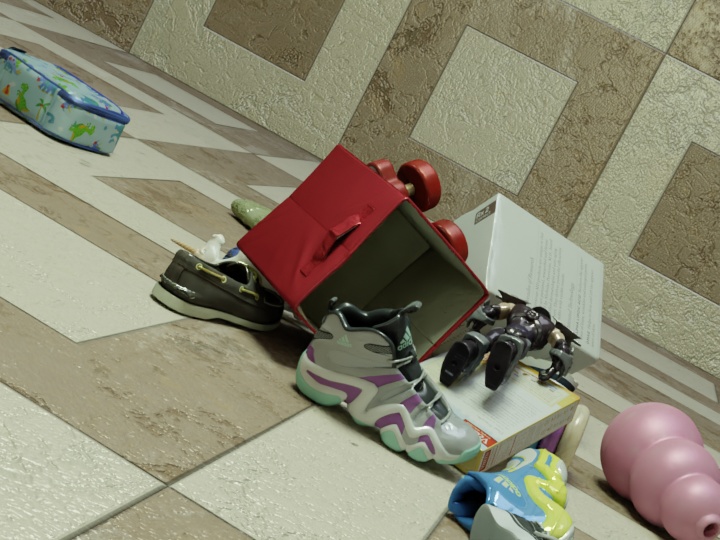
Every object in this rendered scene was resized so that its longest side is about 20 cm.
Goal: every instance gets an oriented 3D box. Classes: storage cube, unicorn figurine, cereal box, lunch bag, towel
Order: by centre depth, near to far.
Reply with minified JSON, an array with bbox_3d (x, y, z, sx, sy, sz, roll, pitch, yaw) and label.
[{"bbox_3d":[0.126,0.142,1.433,0.144,0.040,0.200,32,30,30],"label":"cereal box"},{"bbox_3d":[0.000,0.000,1.479,0.200,0.171,0.180,47,-2,-36],"label":"storage cube"},{"bbox_3d":[-0.106,-0.008,1.573,0.200,0.137,0.074,44,7,-16],"label":"unicorn figurine"},{"bbox_3d":[-0.459,-0.257,2.020,0.200,0.083,0.161,34,8,27],"label":"lunch bag"},{"bbox_3d":[-0.100,-0.054,2.086,0.199,0.037,0.148,22,10,-35],"label":"towel"}]

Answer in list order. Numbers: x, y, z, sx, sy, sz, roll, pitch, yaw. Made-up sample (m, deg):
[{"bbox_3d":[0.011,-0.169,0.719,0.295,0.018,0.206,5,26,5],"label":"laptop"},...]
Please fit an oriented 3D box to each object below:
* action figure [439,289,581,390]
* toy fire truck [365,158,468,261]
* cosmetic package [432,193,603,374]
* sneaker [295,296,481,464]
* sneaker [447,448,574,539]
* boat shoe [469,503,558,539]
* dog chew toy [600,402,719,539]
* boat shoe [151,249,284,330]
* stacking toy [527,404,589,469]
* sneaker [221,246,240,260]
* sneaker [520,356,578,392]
[{"bbox_3d":[0.165,0.079,1.466,0.130,0.070,0.200,20,20,26],"label":"action figure"},{"bbox_3d":[0.033,-0.041,1.698,0.112,0.201,0.168,-24,0,-33],"label":"toy fire truck"},{"bbox_3d":[0.193,0.039,1.752,0.200,0.165,0.166,30,48,-24],"label":"cosmetic package"},{"bbox_3d":[0.043,0.094,1.288,0.199,0.140,0.078,25,26,6],"label":"sneaker"},{"bbox_3d":[0.133,0.198,1.210,0.105,0.076,0.200,26,10,-7],"label":"sneaker"},{"bbox_3d":[0.134,0.234,1.013,0.068,0.074,0.199,12,2,-7],"label":"boat shoe"},{"bbox_3d":[0.359,0.240,1.538,0.124,0.125,0.200,24,17,-25],"label":"dog chew toy"},{"bbox_3d":[-0.140,0.020,1.444,0.072,0.061,0.201,33,10,31],"label":"boat shoe"},{"bbox_3d":[0.160,0.161,1.544,0.199,0.086,0.085,23,8,10],"label":"stacking toy"},{"bbox_3d":[-0.121,-0.025,1.708,0.075,0.079,0.200,28,8,7],"label":"sneaker"},{"bbox_3d":[0.175,0.147,1.656,0.076,0.081,0.200,37,-18,-35],"label":"sneaker"}]
